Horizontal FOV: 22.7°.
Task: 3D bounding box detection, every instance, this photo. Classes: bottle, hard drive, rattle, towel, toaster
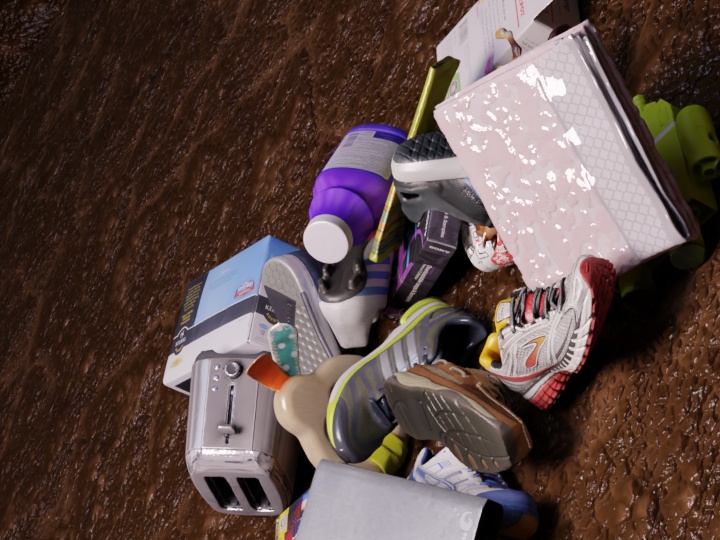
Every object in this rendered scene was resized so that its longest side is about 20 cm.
[{"bbox_3d":[-0.004,-0.077,1.798,0.200,0.083,0.066,-61,-26,-54],"label":"bottle"},{"bbox_3d":[0.023,0.246,1.518,0.199,0.033,0.141,7,77,45],"label":"hard drive"},{"bbox_3d":[-0.055,0.132,1.762,0.143,0.199,0.131,10,77,64],"label":"rattle"},{"bbox_3d":[0.166,-0.081,1.483,0.032,0.201,0.190,-30,2,-40],"label":"towel"},{"bbox_3d":[0.053,-0.107,1.741,0.086,0.018,0.202,-47,-24,-69],"label":"towel"},{"bbox_3d":[-0.122,0.178,1.913,0.201,0.112,0.131,76,-162,-61],"label":"toaster"}]

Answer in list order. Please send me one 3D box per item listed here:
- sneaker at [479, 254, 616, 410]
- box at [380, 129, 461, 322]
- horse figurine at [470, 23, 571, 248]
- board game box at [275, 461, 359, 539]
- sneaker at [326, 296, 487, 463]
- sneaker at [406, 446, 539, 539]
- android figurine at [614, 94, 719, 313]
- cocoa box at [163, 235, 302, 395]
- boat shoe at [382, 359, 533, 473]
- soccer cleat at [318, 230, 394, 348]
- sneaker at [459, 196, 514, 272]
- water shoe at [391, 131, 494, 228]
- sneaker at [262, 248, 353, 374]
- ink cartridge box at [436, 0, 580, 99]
[{"bbox_3d":[0.152,0.049,1.497,0.078,0.082,0.201,-64,0,-35],"label":"sneaker"},{"bbox_3d":[0.067,-0.049,1.798,0.200,0.036,0.144,121,162,-63],"label":"box"},{"bbox_3d":[0.135,-0.138,1.658,0.201,0.050,0.133,-55,39,16],"label":"horse figurine"},{"bbox_3d":[-0.015,0.291,1.657,0.200,0.061,0.202,-45,39,51],"label":"board game box"},{"bbox_3d":[0.043,0.102,1.695,0.081,0.074,0.200,0,45,54],"label":"sneaker"},{"bbox_3d":[0.091,0.190,1.578,0.199,0.075,0.089,-10,59,59],"label":"sneaker"},{"bbox_3d":[0.243,-0.066,1.542,0.182,0.041,0.201,-46,34,37],"label":"android figurine"},{"bbox_3d":[-0.109,0.067,1.997,0.199,0.132,0.133,-27,45,53],"label":"cocoa box"},{"bbox_3d":[0.094,0.116,1.576,0.073,0.076,0.200,-27,23,-21],"label":"boat shoe"},{"bbox_3d":[0.000,0.000,1.829,0.069,0.087,0.201,-5,33,19],"label":"soccer cleat"},{"bbox_3d":[0.142,-0.096,1.729,0.108,0.067,0.203,-34,43,45],"label":"sneaker"},{"bbox_3d":[0.127,-0.081,1.601,0.198,0.080,0.072,3,36,19],"label":"water shoe"},{"bbox_3d":[-0.013,0.064,1.892,0.076,0.146,0.205,-10,99,41],"label":"sneaker"},{"bbox_3d":[0.161,-0.239,1.812,0.200,0.067,0.118,-46,32,38],"label":"ink cartridge box"}]
